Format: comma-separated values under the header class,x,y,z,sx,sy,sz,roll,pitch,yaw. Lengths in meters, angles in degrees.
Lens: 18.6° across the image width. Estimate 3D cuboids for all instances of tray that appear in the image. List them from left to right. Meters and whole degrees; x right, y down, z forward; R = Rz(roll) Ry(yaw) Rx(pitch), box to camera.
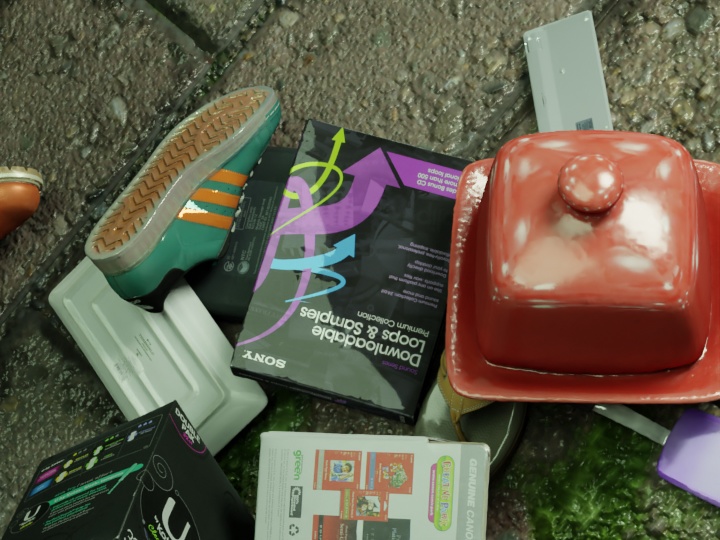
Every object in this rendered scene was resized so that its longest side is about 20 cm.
class,x,y,z,sx,sy,sz,roll,pitch,yaw
tray,-0.162,0.059,1.689,0.107,0.022,0.200,-45,66,18

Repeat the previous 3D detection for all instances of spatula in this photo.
class,x,y,z,sx,sy,sz,roll,pitch,yaw
spatula,0.176,0.097,1.506,0.200,0.021,0.057,26,84,12

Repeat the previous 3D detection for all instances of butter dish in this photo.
class,x,y,z,sx,sy,sz,roll,pitch,yaw
butter dish,0.156,-0.024,1.479,0.200,0.148,0.200,1,58,7

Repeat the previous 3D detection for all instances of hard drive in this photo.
class,x,y,z,sx,sy,sz,roll,pitch,yaw
hard drive,-0.089,-0.029,1.706,0.200,0.033,0.140,6,74,29

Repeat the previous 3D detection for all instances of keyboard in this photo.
class,x,y,z,sx,sy,sz,roll,pitch,yaw
keyboard,0.159,-0.098,1.621,0.056,0.011,0.200,-15,65,16

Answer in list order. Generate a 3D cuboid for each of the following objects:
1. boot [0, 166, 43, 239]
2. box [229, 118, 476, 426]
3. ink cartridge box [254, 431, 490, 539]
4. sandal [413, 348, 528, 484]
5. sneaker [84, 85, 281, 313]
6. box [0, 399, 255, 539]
class,x,y,z,sx,sy,sz,roll,pitch,yaw
boot,-0.329,-0.005,1.804,0.200,0.075,0.107,-33,62,22
box,0.000,0.000,1.619,0.143,0.036,0.200,15,78,8
ink cartridge box,0.019,0.215,1.506,0.175,0.084,0.200,0,82,27
sandal,0.094,0.066,1.560,0.082,0.055,0.200,33,91,33
sneaker,-0.124,-0.054,1.681,0.071,0.080,0.200,18,59,47
box,-0.160,0.212,1.528,0.124,0.149,0.200,-25,18,16
